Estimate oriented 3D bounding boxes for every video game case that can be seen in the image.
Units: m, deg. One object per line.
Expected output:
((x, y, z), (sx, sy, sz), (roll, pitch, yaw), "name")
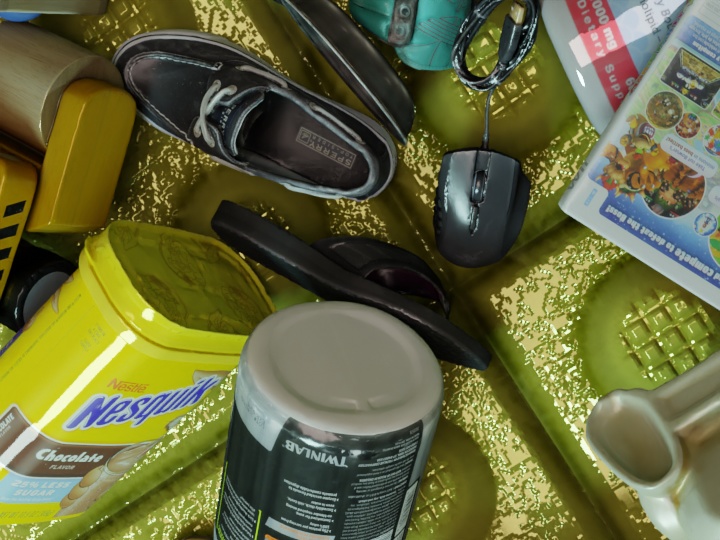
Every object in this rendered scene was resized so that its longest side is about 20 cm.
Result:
((0.214, -0.081, 0.677), (0.142, 0.018, 0.201), (30, 102, -8), "video game case")

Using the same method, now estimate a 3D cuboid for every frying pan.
((-0.022, -0.143, 0.812), (0.031, 0.190, 0.115), (-40, 135, 2), "frying pan")

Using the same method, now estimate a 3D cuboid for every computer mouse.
((0.074, -0.074, 0.768), (0.058, 0.034, 0.202), (8, 133, 6), "computer mouse")

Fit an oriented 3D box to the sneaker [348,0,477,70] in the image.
((0.056, -0.175, 0.750), (0.199, 0.083, 0.122), (14, 112, 49), "sneaker")

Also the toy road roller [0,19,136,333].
((-0.243, -0.056, 0.816), (0.122, 0.145, 0.202), (26, 101, 30), "toy road roller")

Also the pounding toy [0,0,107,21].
((-0.267, -0.203, 0.782), (0.182, 0.200, 0.144), (15, 103, 9), "pounding toy")

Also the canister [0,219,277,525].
((-0.165, 0.070, 0.833), (0.200, 0.148, 0.087), (-43, 66, 19), "canister")

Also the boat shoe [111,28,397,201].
((-0.074, -0.096, 0.826), (0.198, 0.068, 0.072), (27, 104, 8), "boat shoe")

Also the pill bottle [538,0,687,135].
((0.204, -0.162, 0.732), (0.198, 0.109, 0.110), (-25, 94, 16), "pill bottle")

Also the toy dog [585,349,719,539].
((0.253, 0.145, 0.746), (0.139, 0.194, 0.200), (-38, 124, 3), "toy dog")

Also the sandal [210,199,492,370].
((-0.001, -0.001, 0.829), (0.199, 0.075, 0.048), (29, 78, 7), "sandal")

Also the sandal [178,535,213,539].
((-0.054, 0.249, 0.889), (0.198, 0.054, 0.081), (28, 104, 6), "sandal")

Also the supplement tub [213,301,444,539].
((-0.025, 0.129, 0.804), (0.121, 0.123, 0.202), (19, 127, 8), "supplement tub")
